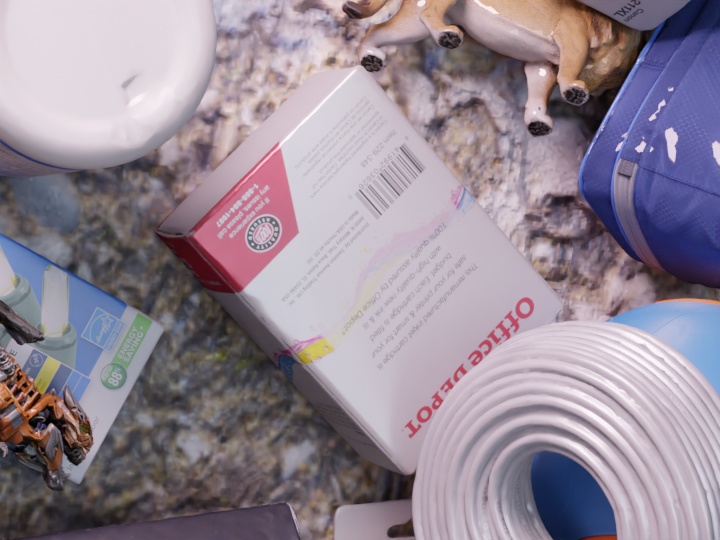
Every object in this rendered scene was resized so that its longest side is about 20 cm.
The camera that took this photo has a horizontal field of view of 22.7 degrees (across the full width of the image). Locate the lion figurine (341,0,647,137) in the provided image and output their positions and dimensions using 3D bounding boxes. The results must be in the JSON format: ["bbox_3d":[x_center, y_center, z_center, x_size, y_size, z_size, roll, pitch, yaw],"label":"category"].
[{"bbox_3d":[0.087,-0.154,1.103,0.199,0.073,0.123,26,48,-14],"label":"lion figurine"}]

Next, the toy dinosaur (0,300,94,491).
[{"bbox_3d":[-0.238,0.062,0.925,0.199,0.102,0.136,28,70,-2],"label":"toy dinosaur"}]

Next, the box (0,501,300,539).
[{"bbox_3d":[-0.112,0.245,0.960,0.199,0.197,0.118,-4,136,-22],"label":"box"}]

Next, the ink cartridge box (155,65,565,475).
[{"bbox_3d":[0.000,0.000,1.066,0.148,0.086,0.200,-45,108,-14],"label":"ink cartridge box"}]

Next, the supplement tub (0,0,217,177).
[{"bbox_3d":[-0.163,-0.115,0.937,0.131,0.200,0.133,-1,92,-21],"label":"supplement tub"}]

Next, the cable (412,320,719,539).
[{"bbox_3d":[0.118,0.129,0.980,0.069,0.199,0.201,-15,100,-49],"label":"cable"}]

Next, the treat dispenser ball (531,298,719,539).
[{"bbox_3d":[0.200,0.118,1.087,0.200,0.201,0.202,-1,92,-22],"label":"treat dispenser ball"}]

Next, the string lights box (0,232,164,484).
[{"bbox_3d":[-0.222,0.026,0.992,0.199,0.059,0.103,30,83,-20],"label":"string lights box"}]

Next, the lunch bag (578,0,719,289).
[{"bbox_3d":[0.232,-0.094,1.124,0.201,0.132,0.136,-59,143,-12],"label":"lunch bag"}]

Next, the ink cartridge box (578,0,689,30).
[{"bbox_3d":[0.187,-0.268,1.068,0.083,0.146,0.201,22,62,-20],"label":"ink cartridge box"}]

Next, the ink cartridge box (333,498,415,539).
[{"bbox_3d":[0.046,0.244,1.101,0.116,0.067,0.201,-3,93,-21],"label":"ink cartridge box"}]
